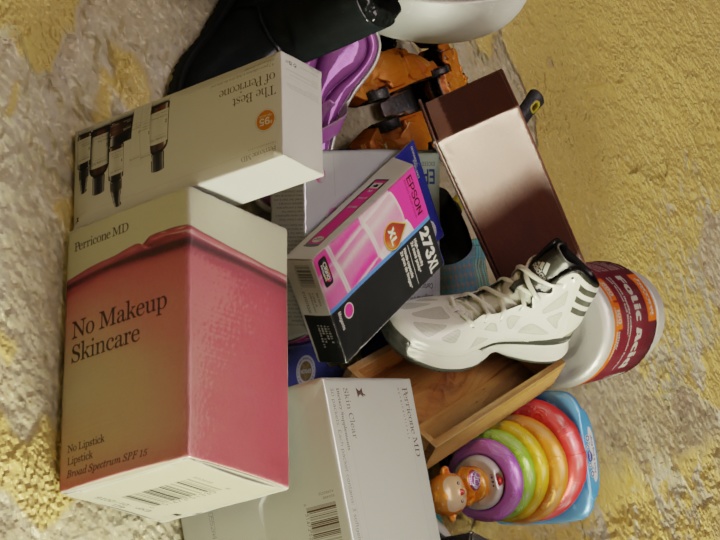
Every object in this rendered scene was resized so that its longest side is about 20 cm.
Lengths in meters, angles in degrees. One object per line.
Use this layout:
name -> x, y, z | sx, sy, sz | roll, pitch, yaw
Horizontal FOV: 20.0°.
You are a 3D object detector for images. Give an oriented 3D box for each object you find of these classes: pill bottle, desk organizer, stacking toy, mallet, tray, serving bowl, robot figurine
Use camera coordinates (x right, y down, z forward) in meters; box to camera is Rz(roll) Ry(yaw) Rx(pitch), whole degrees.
pill bottle -> 0.213, 0.049, 1.920 | 0.200, 0.114, 0.114 | -5, 80, -65
desk organizer -> 0.125, -0.066, 1.740 | 0.072, 0.077, 0.200 | -106, 171, -55
stacking toy -> 0.111, 0.170, 1.702 | 0.200, 0.110, 0.116 | -9, 91, -59
mallet -> 0.107, -0.099, 1.826 | 0.200, 0.041, 0.066 | -59, 134, -26
tray -> 0.077, 0.091, 1.699 | 0.099, 0.037, 0.200 | 41, 37, 19
serving bowl -> 0.052, -0.250, 1.807 | 0.200, 0.200, 0.066 | -44, 148, -53
robot figurine -> 0.035, -0.150, 1.820 | 0.200, 0.058, 0.145 | -25, 97, -55

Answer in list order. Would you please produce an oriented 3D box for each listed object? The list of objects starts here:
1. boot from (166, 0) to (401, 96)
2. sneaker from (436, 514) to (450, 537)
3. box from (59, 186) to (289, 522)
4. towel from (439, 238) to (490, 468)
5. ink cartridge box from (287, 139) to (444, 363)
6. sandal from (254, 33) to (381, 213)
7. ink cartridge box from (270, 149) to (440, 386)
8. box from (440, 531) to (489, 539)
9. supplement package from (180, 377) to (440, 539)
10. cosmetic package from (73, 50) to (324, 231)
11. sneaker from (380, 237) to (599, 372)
boot -> -0.056, -0.180, 1.610 | 0.076, 0.168, 0.200 | 48, 42, -29
sneaker -> 0.002, 0.170, 1.640 | 0.200, 0.077, 0.080 | 48, 22, -38
box -> -0.130, 0.062, 1.434 | 0.109, 0.128, 0.201 | 24, 56, -46
towel -> 0.091, 0.071, 1.834 | 0.147, 0.022, 0.201 | -9, 83, -55
ink cartridge box -> 0.015, -0.018, 1.635 | 0.200, 0.037, 0.095 | -46, 126, -45
sandal -> -0.041, -0.140, 1.679 | 0.082, 0.050, 0.203 | 31, 64, -14
ink cartridge box -> 0.000, 0.000, 1.676 | 0.196, 0.043, 0.201 | -6, 94, -55
box -> 0.080, 0.267, 1.611 | 0.200, 0.158, 0.048 | 31, 54, -43
supplement package -> -0.036, 0.191, 1.484 | 0.111, 0.155, 0.201 | 3, 72, -54
cosmetic package -> -0.118, -0.084, 1.451 | 0.051, 0.200, 0.083 | 22, 58, -49
sneaker -> 0.113, 0.018, 1.676 | 0.200, 0.115, 0.076 | -1, 44, -37
